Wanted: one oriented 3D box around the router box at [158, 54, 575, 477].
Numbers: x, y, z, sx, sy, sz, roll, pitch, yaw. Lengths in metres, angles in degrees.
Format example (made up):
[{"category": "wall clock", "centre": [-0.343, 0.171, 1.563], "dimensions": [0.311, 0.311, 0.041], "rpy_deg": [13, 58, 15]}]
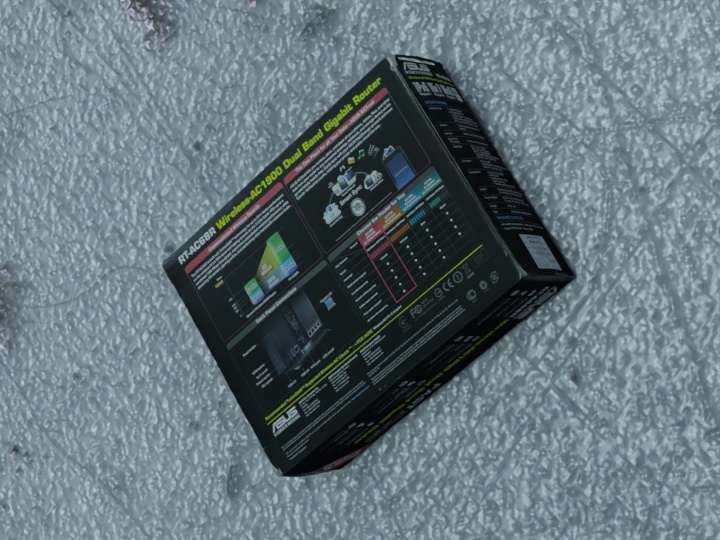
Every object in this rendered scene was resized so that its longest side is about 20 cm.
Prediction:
[{"category": "router box", "centre": [0.000, 0.000, 1.267], "dimensions": [0.200, 0.062, 0.150], "rpy_deg": [-40, 69, 27]}]
